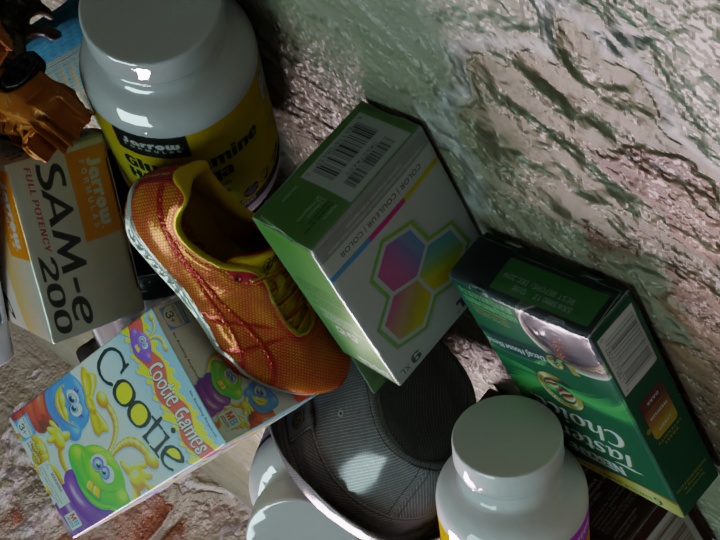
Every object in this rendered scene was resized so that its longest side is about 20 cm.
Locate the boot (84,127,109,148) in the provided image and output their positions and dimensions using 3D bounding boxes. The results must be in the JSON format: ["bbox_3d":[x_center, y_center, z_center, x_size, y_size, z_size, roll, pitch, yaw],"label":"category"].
[{"bbox_3d":[-0.219,-0.105,1.289,0.200,0.064,0.187,33,161,43],"label":"boot"}]

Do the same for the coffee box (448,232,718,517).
[{"bbox_3d":[0.145,0.069,0.900,0.123,0.044,0.200,26,158,44],"label":"coffee box"}]

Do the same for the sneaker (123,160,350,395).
[{"bbox_3d":[-0.068,0.013,0.898,0.077,0.073,0.200,-10,135,43],"label":"sneaker"}]

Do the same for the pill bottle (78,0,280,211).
[{"bbox_3d":[-0.116,-0.115,0.904,0.112,0.113,0.200,36,164,17],"label":"pill bottle"}]

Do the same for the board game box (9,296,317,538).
[{"bbox_3d":[-0.142,0.095,1.000,0.200,0.103,0.105,-35,83,40],"label":"board game box"}]

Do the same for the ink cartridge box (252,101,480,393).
[{"bbox_3d":[0.023,0.001,0.900,0.059,0.104,0.200,28,160,41],"label":"ink cartridge box"}]

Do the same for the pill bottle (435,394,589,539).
[{"bbox_3d":[0.106,0.182,0.973,0.104,0.104,0.201,29,143,37],"label":"pill bottle"}]

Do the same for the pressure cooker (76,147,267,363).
[{"bbox_3d":[-0.145,0.010,1.147,0.175,0.179,0.201,3,140,16],"label":"pressure cooker"}]

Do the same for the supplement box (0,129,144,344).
[{"bbox_3d":[-0.238,-0.035,0.991,0.200,0.073,0.127,14,121,54],"label":"supplement box"}]

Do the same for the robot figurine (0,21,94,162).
[{"bbox_3d":[-0.261,-0.132,0.895,0.199,0.058,0.145,20,161,46],"label":"robot figurine"}]

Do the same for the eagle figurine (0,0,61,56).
[{"bbox_3d":[-0.247,-0.240,0.921,0.151,0.151,0.201,0,120,3],"label":"eagle figurine"}]

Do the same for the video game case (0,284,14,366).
[{"bbox_3d":[-0.313,-0.048,0.970,0.200,0.023,0.183,42,149,23],"label":"video game case"}]

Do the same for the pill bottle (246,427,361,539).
[{"bbox_3d":[-0.024,0.155,1.126,0.119,0.200,0.120,5,121,9],"label":"pill bottle"}]

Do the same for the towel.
[{"bbox_3d":[-0.282,-0.140,1.090,0.022,0.199,0.147,56,166,8],"label":"towel"}]

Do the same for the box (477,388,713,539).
[{"bbox_3d":[0.165,0.175,1.088,0.200,0.075,0.100,25,157,50],"label":"box"}]

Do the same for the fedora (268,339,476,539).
[{"bbox_3d":[0.024,0.101,1.041,0.176,0.201,0.090,23,129,-19],"label":"fedora"}]
